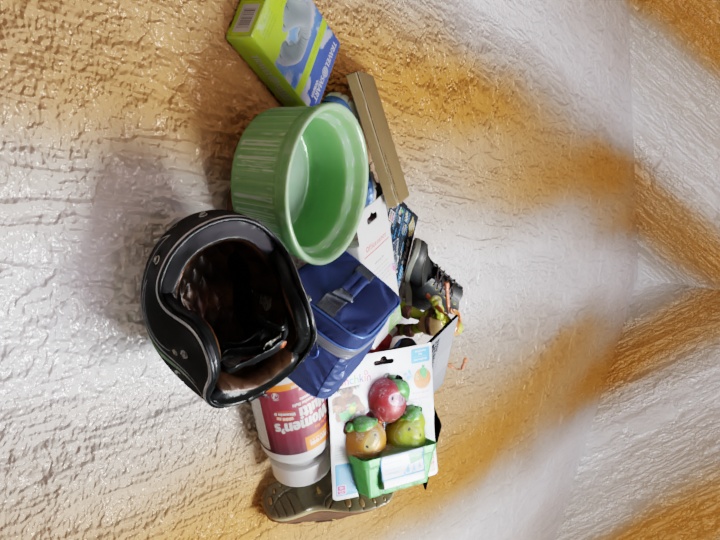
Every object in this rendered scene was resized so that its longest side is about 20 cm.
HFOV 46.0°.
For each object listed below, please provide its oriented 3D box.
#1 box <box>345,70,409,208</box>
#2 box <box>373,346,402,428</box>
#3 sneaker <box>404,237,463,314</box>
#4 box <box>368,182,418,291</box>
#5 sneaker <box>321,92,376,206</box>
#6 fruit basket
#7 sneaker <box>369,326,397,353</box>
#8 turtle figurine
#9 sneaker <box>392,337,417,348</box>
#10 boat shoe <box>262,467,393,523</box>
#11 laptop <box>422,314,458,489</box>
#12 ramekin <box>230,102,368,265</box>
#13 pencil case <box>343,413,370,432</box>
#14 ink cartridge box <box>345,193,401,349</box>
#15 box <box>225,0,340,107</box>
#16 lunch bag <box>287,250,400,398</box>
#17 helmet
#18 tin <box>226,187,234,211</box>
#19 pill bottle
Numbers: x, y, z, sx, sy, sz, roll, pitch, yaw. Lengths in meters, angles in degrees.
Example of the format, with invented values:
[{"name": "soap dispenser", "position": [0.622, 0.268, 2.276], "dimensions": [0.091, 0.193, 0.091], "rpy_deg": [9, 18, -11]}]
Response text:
[{"name": "box", "position": [0.030, -0.201, 1.298], "dimensions": [0.163, 0.021, 0.203], "rpy_deg": [-46, 119, -77]}, {"name": "box", "position": [0.006, 0.243, 1.395], "dimensions": [0.155, 0.050, 0.204], "rpy_deg": [-14, 114, -24]}, {"name": "sneaker", "position": [0.138, 0.011, 1.541], "dimensions": [0.201, 0.104, 0.076], "rpy_deg": [83, 21, -61]}, {"name": "box", "position": [0.030, -0.028, 1.442], "dimensions": [0.159, 0.045, 0.204], "rpy_deg": [33, 69, -60]}, {"name": "sneaker", "position": [-0.038, -0.155, 1.263], "dimensions": [0.089, 0.078, 0.203], "rpy_deg": [-41, 125, -40]}, {"name": "fruit basket", "position": [0.038, 0.218, 1.225], "dimensions": [0.182, 0.093, 0.204], "rpy_deg": [-6, 103, -31]}, {"name": "sneaker", "position": [0.004, 0.128, 1.408], "dimensions": [0.199, 0.077, 0.118], "rpy_deg": [30, 70, -59]}, {"name": "turtle figurine", "position": [0.120, 0.087, 1.522], "dimensions": [0.065, 0.159, 0.202], "rpy_deg": [-55, 143, -41]}, {"name": "sneaker", "position": [0.066, 0.182, 1.528], "dimensions": [0.202, 0.077, 0.091], "rpy_deg": [98, -12, -47]}, {"name": "boat shoe", "position": [-0.049, 0.342, 1.278], "dimensions": [0.068, 0.196, 0.073], "rpy_deg": [96, -14, -59]}, {"name": "laptop", "position": [0.134, 0.218, 1.418], "dimensions": [0.199, 0.115, 0.189], "rpy_deg": [-39, 151, -35]}, {"name": "ramekin", "position": [-0.078, -0.114, 1.085], "dimensions": [0.199, 0.096, 0.204], "rpy_deg": [-28, 122, -56]}, {"name": "pencil case", "position": [-0.010, 0.260, 1.314], "dimensions": [0.093, 0.090, 0.203], "rpy_deg": [-39, 125, -45]}, {"name": "ink cartridge box", "position": [0.000, 0.000, 1.247], "dimensions": [0.117, 0.066, 0.204], "rpy_deg": [-41, 127, -58]}, {"name": "box", "position": [-0.093, -0.300, 1.132], "dimensions": [0.200, 0.047, 0.124], "rpy_deg": [45, 59, -56]}, {"name": "lunch bag", "position": [-0.042, 0.059, 1.105], "dimensions": [0.133, 0.135, 0.200], "rpy_deg": [-58, 173, 25]}, {"name": "helmet", "position": [-0.157, 0.035, 0.962], "dimensions": [0.198, 0.192, 0.201], "rpy_deg": [-29, 157, -14]}, {"name": "tin", "position": [-0.118, -0.125, 1.147], "dimensions": [0.202, 0.041, 0.113], "rpy_deg": [-66, 152, -26]}, {"name": "pill bottle", "position": [-0.098, 0.200, 1.203], "dimensions": [0.110, 0.108, 0.203], "rpy_deg": [-45, 135, -47]}]
